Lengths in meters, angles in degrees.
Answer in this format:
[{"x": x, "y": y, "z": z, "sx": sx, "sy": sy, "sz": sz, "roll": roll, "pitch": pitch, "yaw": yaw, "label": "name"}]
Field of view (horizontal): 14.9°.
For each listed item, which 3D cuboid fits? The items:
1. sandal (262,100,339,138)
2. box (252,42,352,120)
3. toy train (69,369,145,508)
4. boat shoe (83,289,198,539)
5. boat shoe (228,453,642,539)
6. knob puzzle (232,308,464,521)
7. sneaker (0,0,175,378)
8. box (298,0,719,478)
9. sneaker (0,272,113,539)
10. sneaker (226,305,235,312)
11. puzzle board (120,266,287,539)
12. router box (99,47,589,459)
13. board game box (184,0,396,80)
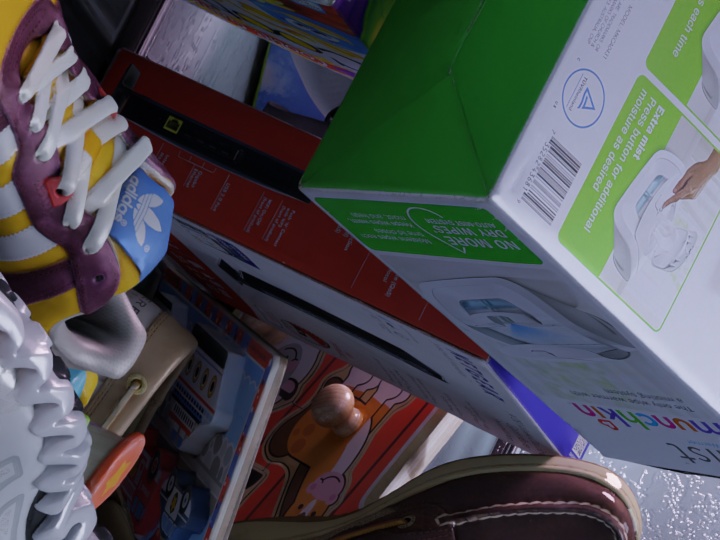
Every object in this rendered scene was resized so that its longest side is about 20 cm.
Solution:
[{"x": 0.029, "y": -0.040, "z": 1.038, "sx": 0.200, "sy": 0.076, "sz": 0.043, "roll": 17, "pitch": -104, "yaw": 56, "label": "sandal"}, {"x": 0.015, "y": -0.070, "z": 1.211, "sx": 0.048, "sy": 0.122, "sz": 0.201, "roll": -54, "pitch": 166, "yaw": -48, "label": "box"}, {"x": -0.131, "y": 0.113, "z": 0.942, "sx": 0.201, "sy": 0.055, "sz": 0.150, "roll": -63, "pitch": -178, "yaw": 21, "label": "toy train"}, {"x": -0.119, "y": 0.097, "z": 1.066, "sx": 0.201, "sy": 0.069, "sz": 0.074, "roll": -68, "pitch": 170, "yaw": 22, "label": "boat shoe"}, {"x": 0.013, "y": 0.127, "z": 1.073, "sx": 0.072, "sy": 0.199, "sz": 0.072, "roll": -84, "pitch": 162, "yaw": -60, "label": "boat shoe"}, {"x": -0.052, "y": 0.079, "z": 1.190, "sx": 0.030, "sy": 0.219, "sz": 0.220, "roll": 50, "pitch": 57, "yaw": -33, "label": "knob puzzle"}, {"x": -0.093, "y": -0.041, "z": 0.795, "sx": 0.075, "sy": 0.090, "sz": 0.200, "roll": -60, "pitch": 169, "yaw": -29, "label": "sneaker"}, {"x": 0.106, "y": -0.060, "z": 0.902, "sx": 0.176, "sy": 0.096, "sz": 0.201, "roll": 40, "pitch": 68, "yaw": -36, "label": "box"}, {"x": -0.122, "y": 0.054, "z": 0.790, "sx": 0.081, "sy": 0.075, "sz": 0.200, "roll": -28, "pitch": 145, "yaw": -16, "label": "sneaker"}, {"x": -0.033, "y": 0.008, "z": 1.355, "sx": 0.200, "sy": 0.076, "sz": 0.091, "roll": -61, "pitch": 163, "yaw": -67, "label": "sneaker"}, {"x": -0.085, "y": 0.085, "z": 1.117, "sx": 0.200, "sy": 0.017, "sz": 0.151, "roll": -148, "pitch": -104, "yaw": -71, "label": "puzzle board"}, {"x": 0.000, "y": 0.000, "z": 1.050, "sx": 0.049, "sy": 0.179, "sz": 0.200, "roll": -62, "pitch": 160, "yaw": -7, "label": "router box"}, {"x": -0.018, "y": -0.135, "z": 0.923, "sx": 0.103, "sy": 0.105, "sz": 0.200, "roll": -65, "pitch": 170, "yaw": -1, "label": "board game box"}]
